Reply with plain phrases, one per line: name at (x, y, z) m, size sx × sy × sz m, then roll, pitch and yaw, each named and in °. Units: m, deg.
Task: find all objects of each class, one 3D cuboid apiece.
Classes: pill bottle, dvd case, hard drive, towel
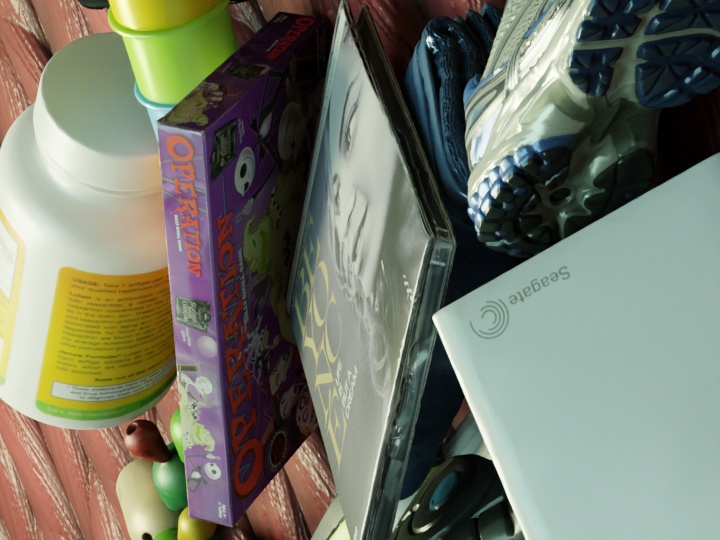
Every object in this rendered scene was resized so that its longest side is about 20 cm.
pill bottle at (-0.129, -0.021, 1.447) m, size 0.111 × 0.111 × 0.200 m, roll 55°, pitch 149°, yaw 28°
dvd case at (0.000, 0.000, 1.185) m, size 0.200 × 0.016 × 0.149 m, roll -107°, pitch 24°, yaw -57°
hard drive at (0.119, 0.076, 1.026) m, size 0.132 × 0.027 × 0.200 m, roll -30°, pitch 72°, yaw 24°
towel at (0.031, -0.003, 1.195) m, size 0.200 × 0.048 × 0.112 m, roll 109°, pitch 161°, yaw -47°

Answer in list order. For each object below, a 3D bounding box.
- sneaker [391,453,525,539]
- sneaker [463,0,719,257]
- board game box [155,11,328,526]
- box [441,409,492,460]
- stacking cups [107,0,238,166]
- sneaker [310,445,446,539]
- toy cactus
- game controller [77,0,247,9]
sneaker at (0.074, 0.109, 1.146) m, size 0.082 × 0.073 × 0.200 m, roll 36°, pitch 146°, yaw -17°
sneaker at (0.086, -0.094, 1.025) m, size 0.200 × 0.077 × 0.085 m, roll -53°, pitch 41°, yaw 42°
board game box at (-0.047, -0.001, 1.303) m, size 0.032 × 0.120 × 0.201 m, roll 14°, pitch 124°, yaw 26°
box at (0.086, 0.041, 1.159) m, size 0.042 × 0.039 × 0.200 m, roll 63°, pitch 152°, yaw 19°
stacking cups at (-0.076, -0.070, 1.319) m, size 0.060 × 0.060 × 0.200 m, roll 37°, pitch 146°, yaw 48°
sneaker at (0.011, 0.159, 1.342) m, size 0.083 × 0.072 × 0.200 m, roll 55°, pitch 150°, yaw 24°
toy cactus at (-0.096, 0.152, 1.536) m, size 0.165 × 0.102 × 0.201 m, roll 43°, pitch 152°, yaw 59°
game controller at (-0.099, -0.177, 1.384) m, size 0.200 × 0.042 × 0.105 m, roll 7°, pitch 99°, yaw 60°
